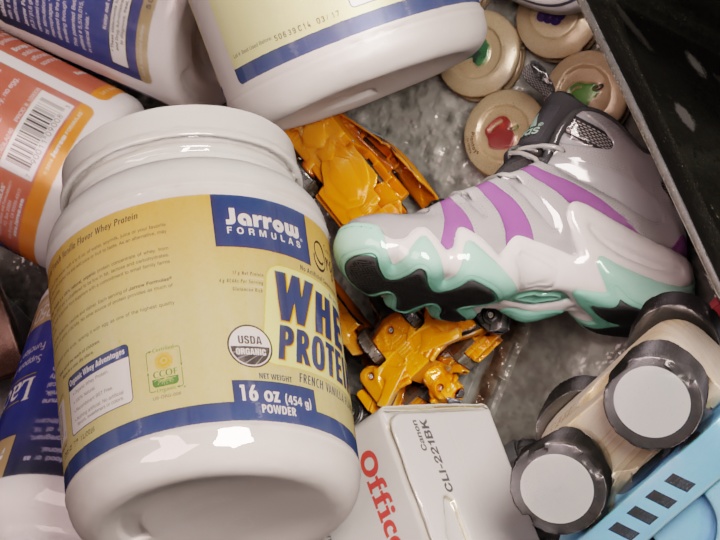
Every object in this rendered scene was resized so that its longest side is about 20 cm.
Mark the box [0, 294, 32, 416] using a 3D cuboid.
[{"bbox_3d":[-0.226,0.106,1.465,0.158,0.048,0.200,-36,62,-20],"label":"box"}]

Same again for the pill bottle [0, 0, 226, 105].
[{"bbox_3d":[-0.154,-0.174,1.486,0.200,0.111,0.111,24,92,27],"label":"pill bottle"}]

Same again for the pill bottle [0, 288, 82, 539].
[{"bbox_3d":[-0.140,0.108,1.361,0.116,0.116,0.200,-5,51,25],"label":"pill bottle"}]

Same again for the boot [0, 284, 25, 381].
[{"bbox_3d":[-0.292,0.011,1.448,0.166,0.072,0.200,-28,71,-2],"label":"boot"}]

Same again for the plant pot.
[{"bbox_3d":[0.249,-0.099,1.237,0.200,0.177,0.200,-31,69,19],"label":"plant pot"}]

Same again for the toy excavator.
[{"bbox_3d":[0.156,0.143,1.254,0.200,0.100,0.194,45,111,-2],"label":"toy excavator"}]

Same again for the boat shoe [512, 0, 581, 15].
[{"bbox_3d":[0.058,-0.216,1.394,0.071,0.070,0.200,-45,64,13],"label":"boat shoe"}]

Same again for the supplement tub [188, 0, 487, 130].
[{"bbox_3d":[-0.031,-0.187,1.351,0.145,0.145,0.200,-21,88,22],"label":"supplement tub"}]

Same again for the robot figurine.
[{"bbox_3d":[0.000,0.000,1.409,0.145,0.058,0.200,-44,65,14],"label":"robot figurine"}]

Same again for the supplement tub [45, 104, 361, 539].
[{"bbox_3d":[-0.081,0.033,1.270,0.144,0.144,0.200,-20,61,22],"label":"supplement tub"}]

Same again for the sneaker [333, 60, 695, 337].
[{"bbox_3d":[0.079,-0.045,1.328,0.078,0.200,0.140,-31,55,59],"label":"sneaker"}]

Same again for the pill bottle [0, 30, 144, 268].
[{"bbox_3d":[-0.233,-0.090,1.483,0.200,0.112,0.112,27,93,10],"label":"pill bottle"}]

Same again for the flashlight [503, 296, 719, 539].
[{"bbox_3d":[0.144,0.074,1.320,0.200,0.068,0.068,-32,68,17],"label":"flashlight"}]

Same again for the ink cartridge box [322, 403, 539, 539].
[{"bbox_3d":[0.001,0.175,1.328,0.200,0.084,0.145,-37,65,40],"label":"ink cartridge box"}]

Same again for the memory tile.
[{"bbox_3d":[0.101,-0.162,1.412,0.153,0.017,0.200,-25,70,20],"label":"memory tile"}]
